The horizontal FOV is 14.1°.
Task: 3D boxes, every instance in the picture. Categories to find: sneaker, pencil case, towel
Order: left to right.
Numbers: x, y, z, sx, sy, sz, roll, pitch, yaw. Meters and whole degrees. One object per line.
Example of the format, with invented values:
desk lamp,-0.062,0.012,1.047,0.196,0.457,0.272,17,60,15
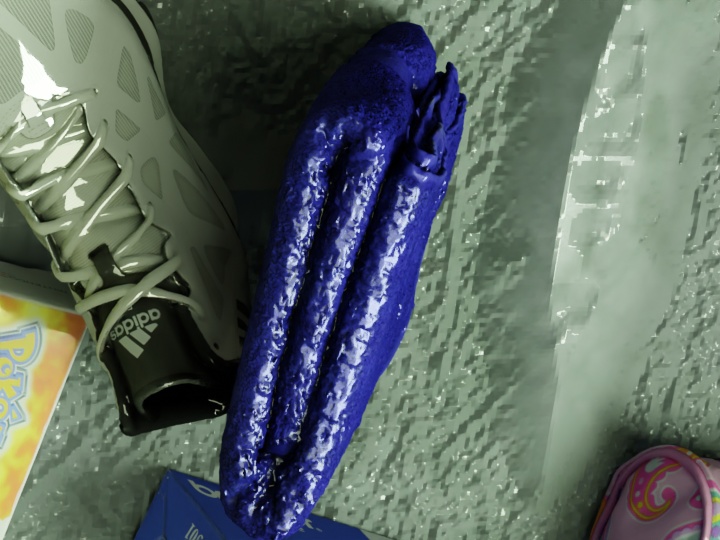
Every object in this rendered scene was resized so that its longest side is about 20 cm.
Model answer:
sneaker,-0.080,-0.021,0.959,0.076,0.116,0.201,-29,137,6
towel,0.000,0.000,0.987,0.049,0.200,0.148,13,103,4
pencil case,0.188,0.136,1.195,0.200,0.087,0.088,22,101,-29

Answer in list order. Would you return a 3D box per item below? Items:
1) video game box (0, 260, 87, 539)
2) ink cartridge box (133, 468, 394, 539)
video game box,-0.213,0.075,1.010,0.182,0.047,0.200,15,104,-30
ink cartridge box,0.016,0.139,1.112,0.200,0.094,0.044,20,102,-29
